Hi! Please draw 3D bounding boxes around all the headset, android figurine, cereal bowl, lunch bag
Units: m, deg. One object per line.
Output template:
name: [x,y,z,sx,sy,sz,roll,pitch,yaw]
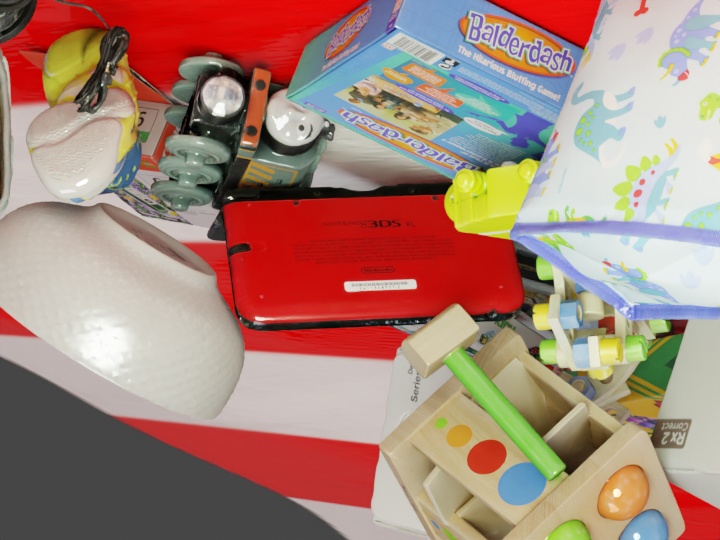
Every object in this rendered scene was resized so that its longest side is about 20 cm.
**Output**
headset: [-0.248,-0.179,1.603,0.200,0.094,0.124,23,165,-7]
android figurine: [0.138,-0.045,1.531,0.182,0.041,0.200,-7,170,38]
cereal bowl: [-0.159,0.013,1.641,0.200,0.083,0.200,31,-174,-4]
lunch bag: [0.201,-0.068,1.253,0.127,0.170,0.200,31,160,-31]

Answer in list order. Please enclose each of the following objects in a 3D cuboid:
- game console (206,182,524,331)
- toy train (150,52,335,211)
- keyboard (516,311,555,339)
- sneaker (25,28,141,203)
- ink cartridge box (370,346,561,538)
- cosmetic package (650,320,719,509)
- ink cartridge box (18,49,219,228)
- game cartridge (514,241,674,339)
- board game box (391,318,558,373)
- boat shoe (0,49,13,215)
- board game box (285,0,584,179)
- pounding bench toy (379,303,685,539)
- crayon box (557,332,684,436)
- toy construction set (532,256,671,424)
game console: [0.000,0.000,1.726,0.200,0.172,0.119,-3,141,-9]
toy train: [-0.083,-0.091,1.727,0.114,0.085,0.200,11,164,-8]
keyboard: [0.106,0.030,1.870,0.056,0.011,0.200,5,158,48]
sneaker: [-0.177,-0.082,1.673,0.076,0.200,0.105,-11,124,7]
ink cartridge box: [0.102,0.134,1.971,0.084,0.145,0.200,12,-172,31]
cosmetic package: [0.334,0.099,1.648,0.200,0.165,0.165,29,162,-28]
ink cartridge box: [-0.173,-0.097,1.862,0.109,0.050,0.200,10,162,35]
game cartridge: [0.139,0.018,1.875,0.200,0.042,0.133,16,159,19]
board game box: [0.047,0.026,1.852,0.126,0.035,0.200,33,173,-37]
boat shoe: [-0.271,-0.121,1.673,0.074,0.202,0.065,5,159,-31]
board game box: [0.057,-0.114,1.516,0.152,0.045,0.200,25,163,-16]
pounding bench toy: [0.111,0.128,1.618,0.156,0.124,0.200,37,163,40]
crayon box: [0.255,0.095,1.859,0.127,0.051,0.200,23,155,-35]
toy construction set: [0.172,0.044,1.714,0.092,0.131,0.200,0,154,7]
